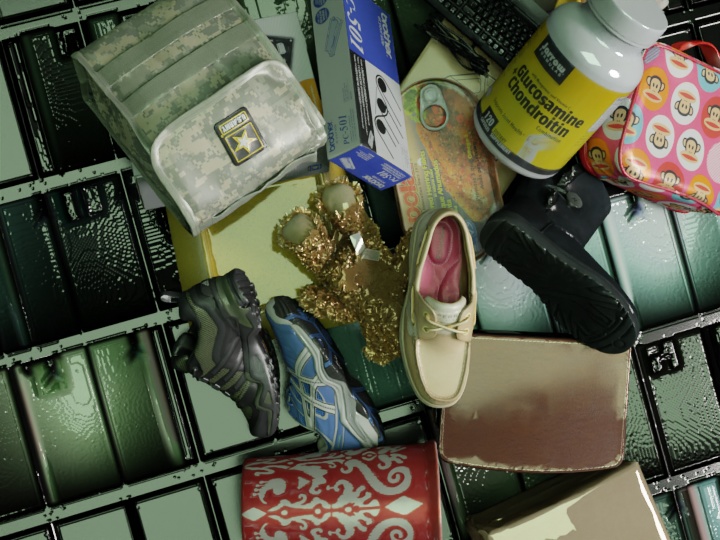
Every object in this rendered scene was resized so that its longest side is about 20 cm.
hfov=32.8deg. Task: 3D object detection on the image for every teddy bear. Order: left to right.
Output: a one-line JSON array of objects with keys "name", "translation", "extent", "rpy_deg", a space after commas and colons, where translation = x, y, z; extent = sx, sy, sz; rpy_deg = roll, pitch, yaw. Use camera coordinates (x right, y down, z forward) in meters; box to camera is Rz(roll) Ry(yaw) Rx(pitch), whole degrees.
[{"name": "teddy bear", "translation": [0.000, 0.000, 1.256], "extent": [0.200, 0.067, 0.145], "rpy_deg": [35, 80, -17]}]

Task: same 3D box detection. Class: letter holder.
[{"name": "letter holder", "translation": [0.174, 0.138, 1.303], "extent": [0.199, 0.101, 0.143], "rpy_deg": [3, 90, -7]}]

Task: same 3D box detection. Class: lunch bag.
[{"name": "lunch bag", "translation": [-0.147, -0.152, 1.149], "extent": [0.164, 0.118, 0.200], "rpy_deg": [-36, 79, -15]}, {"name": "lunch bag", "translation": [0.337, -0.163, 1.309], "extent": [0.199, 0.082, 0.177], "rpy_deg": [18, 87, -33]}]

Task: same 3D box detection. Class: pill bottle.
[{"name": "pill bottle", "translation": [0.210, -0.195, 1.222], "extent": [0.112, 0.112, 0.200], "rpy_deg": [35, 127, -5]}]

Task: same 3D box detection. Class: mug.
[{"name": "mug", "translation": [-0.019, 0.253, 1.237], "extent": [0.199, 0.178, 0.134], "rpy_deg": [-1, 119, 1]}]

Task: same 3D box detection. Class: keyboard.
[{"name": "keyboard", "translation": [0.134, -0.255, 1.292], "extent": [0.200, 0.040, 0.104], "rpy_deg": [40, 116, -1]}]

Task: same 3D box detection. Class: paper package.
[{"name": "paper package", "translation": [0.238, 0.323, 1.305], "extent": [0.190, 0.103, 0.201], "rpy_deg": [-23, 91, -7]}]

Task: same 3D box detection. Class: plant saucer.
[{"name": "plant saucer", "translation": [-0.097, -0.027, 1.295], "extent": [0.199, 0.048, 0.201], "rpy_deg": [-12, 90, -8]}]

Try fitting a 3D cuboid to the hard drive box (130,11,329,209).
[{"name": "hard drive box", "translation": [-0.144, -0.164, 1.255], "extent": [0.199, 0.077, 0.156], "rpy_deg": [-13, 70, -8]}]

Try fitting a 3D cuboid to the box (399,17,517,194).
[{"name": "box", "translation": [0.110, -0.160, 1.339], "extent": [0.163, 0.021, 0.200], "rpy_deg": [35, 86, -5]}]

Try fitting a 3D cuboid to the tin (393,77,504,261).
[{"name": "tin", "translation": [0.087, -0.104, 1.305], "extent": [0.111, 0.042, 0.201], "rpy_deg": [-11, 91, -11]}]

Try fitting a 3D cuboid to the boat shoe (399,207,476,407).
[{"name": "boat shoe", "translation": [0.078, 0.035, 1.206], "extent": [0.073, 0.069, 0.201], "rpy_deg": [-1, 86, -8]}]

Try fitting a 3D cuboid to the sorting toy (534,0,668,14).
[{"name": "sorting toy", "translation": [0.235, -0.303, 1.279], "extent": [0.199, 0.180, 0.107], "rpy_deg": [30, 85, -6]}]

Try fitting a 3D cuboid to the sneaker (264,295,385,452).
[{"name": "sneaker", "translation": [-0.050, 0.117, 1.270], "extent": [0.077, 0.076, 0.200], "rpy_deg": [-27, 108, 9]}]

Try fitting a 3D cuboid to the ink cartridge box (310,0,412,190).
[{"name": "ink cartridge box", "translation": [0.000, -0.191, 1.252], "extent": [0.044, 0.094, 0.201], "rpy_deg": [-21, 62, 29]}]

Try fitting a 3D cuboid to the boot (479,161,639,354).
[{"name": "boot", "translation": [0.234, -0.028, 1.284], "extent": [0.200, 0.076, 0.168], "rpy_deg": [40, 46, 3]}]

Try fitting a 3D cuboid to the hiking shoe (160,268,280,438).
[{"name": "hiking shoe", "translation": [-0.141, 0.090, 1.255], "extent": [0.100, 0.076, 0.201], "rpy_deg": [-11, 119, 3]}]
